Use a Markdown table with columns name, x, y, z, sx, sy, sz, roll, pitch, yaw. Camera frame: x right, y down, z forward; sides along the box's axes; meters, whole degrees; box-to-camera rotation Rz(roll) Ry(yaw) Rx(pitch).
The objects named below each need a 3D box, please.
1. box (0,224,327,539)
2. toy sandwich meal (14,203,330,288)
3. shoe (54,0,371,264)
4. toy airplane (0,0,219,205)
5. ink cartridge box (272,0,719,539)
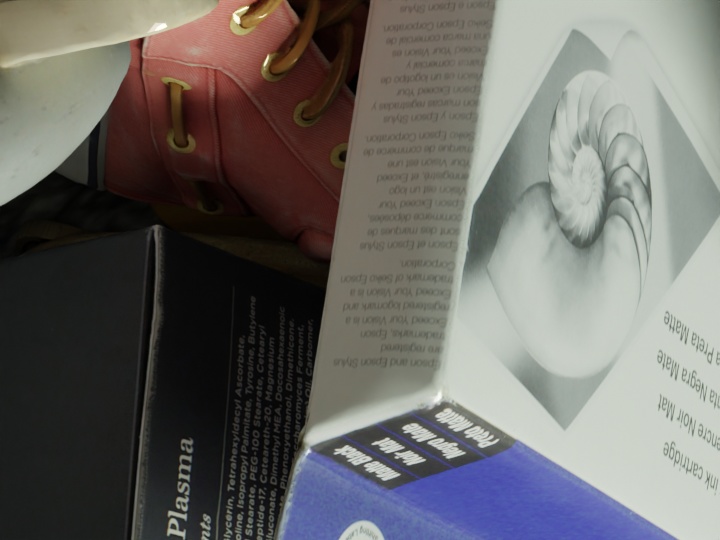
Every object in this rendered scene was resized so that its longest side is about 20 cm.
| name | x | y | z | sx | sy | sz | roll | pitch | yaw |
| --- | --- | --- | --- | --- | --- | --- | --- | --- | --- |
| box | -0.065 | 0.073 | 0.799 | 0.200 | 0.104 | 0.182 | -11 | 159 | 38 |
| toy sandwich meal | 0.000 | 0.000 | 0.874 | 0.204 | 0.070 | 0.205 | 9 | 167 | 2 |
| shoe | -0.023 | -0.067 | 0.698 | 0.200 | 0.091 | 0.072 | 107 | 4 | -64 |
| toy airplane | -0.136 | -0.030 | 0.572 | 0.198 | 0.142 | 0.200 | -3 | 174 | -11 |
| ink cartridge box | 0.055 | 0.016 | 0.729 | 0.040 | 0.201 | 0.200 | 1 | 163 | 31 |
